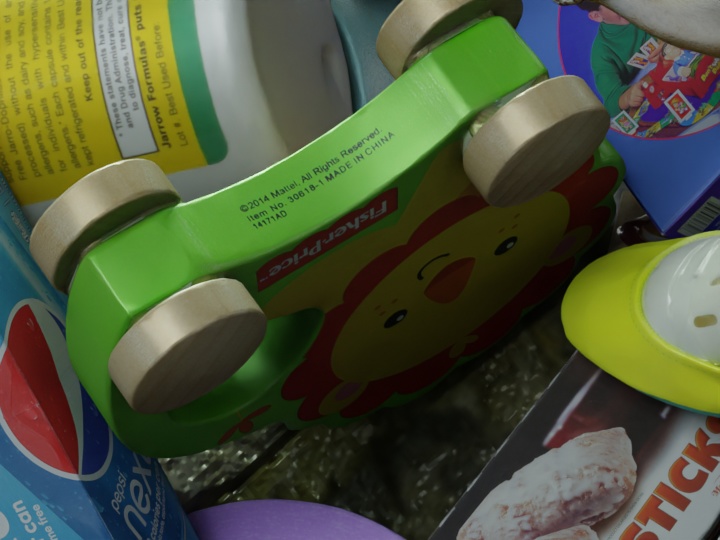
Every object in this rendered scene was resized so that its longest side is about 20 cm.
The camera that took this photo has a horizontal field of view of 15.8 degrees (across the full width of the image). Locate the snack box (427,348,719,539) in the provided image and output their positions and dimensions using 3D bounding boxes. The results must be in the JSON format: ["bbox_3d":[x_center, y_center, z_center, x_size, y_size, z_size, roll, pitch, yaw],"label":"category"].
[{"bbox_3d":[0.056,0.102,0.825,0.072,0.024,0.200,32,59,15],"label":"snack box"}]

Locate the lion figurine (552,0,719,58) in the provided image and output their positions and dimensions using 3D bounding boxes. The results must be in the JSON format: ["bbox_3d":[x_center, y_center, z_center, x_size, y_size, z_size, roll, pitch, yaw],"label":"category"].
[{"bbox_3d":[0.150,-0.065,0.799,0.200,0.122,0.072,47,114,24],"label":"lion figurine"}]

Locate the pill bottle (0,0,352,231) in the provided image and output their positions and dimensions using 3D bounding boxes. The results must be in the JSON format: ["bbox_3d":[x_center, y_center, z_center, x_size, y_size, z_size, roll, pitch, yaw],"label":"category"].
[{"bbox_3d":[-0.113,-0.054,0.890,0.200,0.113,0.113,-12,64,17],"label":"pill bottle"}]

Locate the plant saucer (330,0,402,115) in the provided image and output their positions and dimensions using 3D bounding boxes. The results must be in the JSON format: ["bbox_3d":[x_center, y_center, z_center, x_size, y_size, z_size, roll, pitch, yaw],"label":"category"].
[{"bbox_3d":[-0.069,-0.047,0.947,0.200,0.027,0.200,-3,81,19],"label":"plant saucer"}]

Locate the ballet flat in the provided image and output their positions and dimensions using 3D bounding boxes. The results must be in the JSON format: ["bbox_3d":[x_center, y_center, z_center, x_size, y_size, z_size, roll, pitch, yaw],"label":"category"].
[{"bbox_3d":[0.147,0.020,0.804,0.200,0.067,0.067,22,63,31],"label":"ballet flat"}]

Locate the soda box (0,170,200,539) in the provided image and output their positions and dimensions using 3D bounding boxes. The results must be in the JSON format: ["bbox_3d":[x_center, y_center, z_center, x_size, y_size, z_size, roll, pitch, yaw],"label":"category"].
[{"bbox_3d":[-0.122,0.043,0.830,0.068,0.064,0.200,-24,103,16],"label":"soda box"}]

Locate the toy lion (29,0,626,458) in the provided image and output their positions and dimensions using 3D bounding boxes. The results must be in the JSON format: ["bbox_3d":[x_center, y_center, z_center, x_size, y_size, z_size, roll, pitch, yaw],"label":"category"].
[{"bbox_3d":[0.000,0.000,0.840,0.200,0.192,0.069,-31,67,-15],"label":"toy lion"}]

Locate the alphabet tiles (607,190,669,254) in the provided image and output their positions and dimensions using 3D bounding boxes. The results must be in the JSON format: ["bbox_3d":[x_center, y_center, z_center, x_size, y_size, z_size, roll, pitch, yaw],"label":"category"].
[{"bbox_3d":[0.171,0.027,0.877,0.200,0.008,0.167,6,72,28],"label":"alphabet tiles"}]

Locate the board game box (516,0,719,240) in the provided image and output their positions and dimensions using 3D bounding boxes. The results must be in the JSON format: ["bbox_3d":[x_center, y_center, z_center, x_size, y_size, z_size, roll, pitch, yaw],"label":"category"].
[{"bbox_3d":[0.150,-0.120,0.892,0.200,0.045,0.135,-47,51,19],"label":"board game box"}]

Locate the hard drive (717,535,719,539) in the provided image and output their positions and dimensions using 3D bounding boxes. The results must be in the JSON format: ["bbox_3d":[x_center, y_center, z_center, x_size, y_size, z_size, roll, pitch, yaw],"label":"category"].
[{"bbox_3d":[0.175,0.162,0.771,0.200,0.027,0.132,35,106,26],"label":"hard drive"}]

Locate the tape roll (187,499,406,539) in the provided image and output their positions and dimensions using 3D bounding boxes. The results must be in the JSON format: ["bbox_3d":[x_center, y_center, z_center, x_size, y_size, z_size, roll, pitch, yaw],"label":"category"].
[{"bbox_3d":[-0.029,0.182,0.871,0.200,0.066,0.200,-10,64,21],"label":"tape roll"}]
